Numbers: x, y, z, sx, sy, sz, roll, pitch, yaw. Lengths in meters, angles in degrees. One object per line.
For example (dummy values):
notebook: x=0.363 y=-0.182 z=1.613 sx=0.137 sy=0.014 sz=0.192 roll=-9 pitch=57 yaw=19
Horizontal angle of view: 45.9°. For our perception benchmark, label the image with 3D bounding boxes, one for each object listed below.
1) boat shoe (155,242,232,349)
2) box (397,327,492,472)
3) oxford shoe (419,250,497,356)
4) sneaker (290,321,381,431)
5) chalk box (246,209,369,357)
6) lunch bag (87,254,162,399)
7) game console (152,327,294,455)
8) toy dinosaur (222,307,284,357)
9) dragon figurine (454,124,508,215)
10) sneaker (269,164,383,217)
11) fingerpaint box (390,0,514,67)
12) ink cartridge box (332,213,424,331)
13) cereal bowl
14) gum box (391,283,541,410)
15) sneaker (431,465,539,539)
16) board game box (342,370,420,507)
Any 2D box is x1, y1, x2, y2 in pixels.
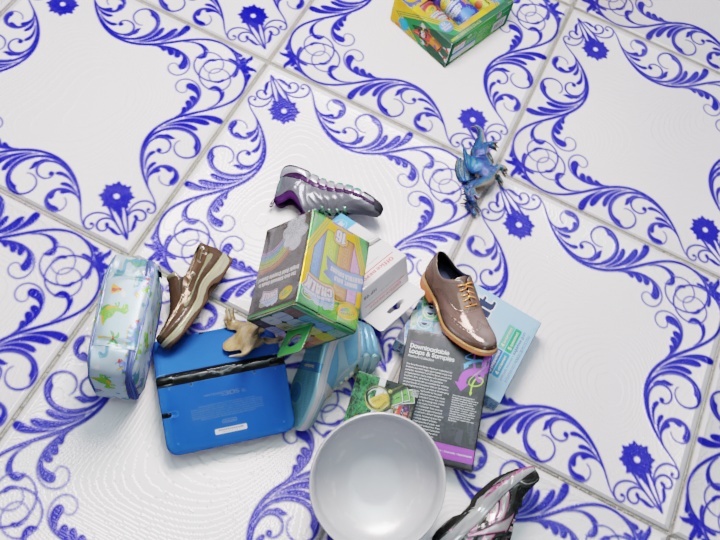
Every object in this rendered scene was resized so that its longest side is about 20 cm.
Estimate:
boat shoe: x=-0.286 y=0.036 z=1.378 sx=0.075 sy=0.075 sz=0.203 roll=36 pitch=47 yaw=-11
box: x=0.125 y=0.204 z=1.351 sx=0.141 sy=0.036 sz=0.202 roll=12 pitch=78 yaw=2
oxford shoe: x=0.160 y=0.052 z=1.368 sx=0.071 sy=0.073 sz=0.201 roll=-12 pitch=48 yaw=-30
sneaker: x=-0.032 y=0.167 z=1.356 sx=0.130 sy=0.079 sz=0.202 roll=21 pitch=87 yaw=-34
chalk box: x=-0.079 y=0.036 z=1.274 sx=0.123 sy=0.124 sz=0.202 roll=28 pitch=59 yaw=-35
lunch bag: x=-0.356 y=0.089 z=1.299 sx=0.081 sy=0.161 sz=0.202 roll=8 pitch=63 yaw=-7
game console: x=-0.218 y=0.180 z=1.341 sx=0.198 sy=0.118 sz=0.173 roll=-10 pitch=89 yaw=-13
toy dinosaur: x=-0.168 y=0.104 z=1.326 sx=0.100 sy=0.200 sz=0.059 roll=-23 pitch=110 yaw=-7
dragon figurine: x=0.212 y=-0.201 z=1.598 sx=0.098 sy=0.059 sz=0.202 roll=-8 pitch=65 yaw=-14
sneaker: x=-0.061 y=-0.114 z=1.514 sx=0.198 sy=0.074 sz=0.088 roll=20 pitch=77 yaw=11
fingerpaint box: x=0.190 y=-0.543 z=1.768 sx=0.199 sy=0.074 sz=0.167 roll=-38 pitch=73 yaw=-24
ink cartridge box: x=0.000 y=0.000 z=1.417 sx=0.116 sy=0.067 sz=0.199 roll=-39 pitch=53 yaw=-25
cereal bowl: x=0.023 y=0.308 z=1.244 sx=0.197 sy=0.083 sz=0.203 roll=0 pitch=81 yaw=-2
gum box: x=0.180 y=0.110 z=1.436 sx=0.199 sy=0.045 sz=0.171 roll=30 pitch=63 yaw=7
sneaker: x=0.201 y=0.381 z=1.289 sx=0.199 sy=0.080 sz=0.087 roll=-37 pitch=84 yaw=-16
board game box: x=0.016 y=0.266 z=1.304 sx=0.104 sy=0.023 sz=0.202 roll=16 pitch=80 yaw=2
